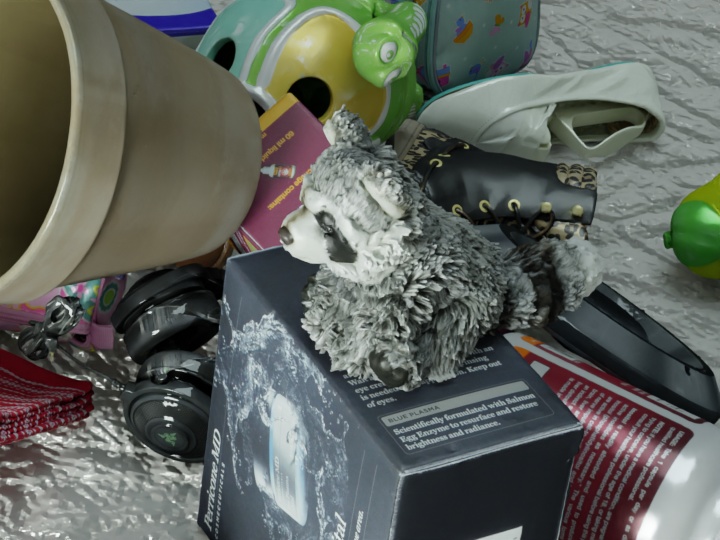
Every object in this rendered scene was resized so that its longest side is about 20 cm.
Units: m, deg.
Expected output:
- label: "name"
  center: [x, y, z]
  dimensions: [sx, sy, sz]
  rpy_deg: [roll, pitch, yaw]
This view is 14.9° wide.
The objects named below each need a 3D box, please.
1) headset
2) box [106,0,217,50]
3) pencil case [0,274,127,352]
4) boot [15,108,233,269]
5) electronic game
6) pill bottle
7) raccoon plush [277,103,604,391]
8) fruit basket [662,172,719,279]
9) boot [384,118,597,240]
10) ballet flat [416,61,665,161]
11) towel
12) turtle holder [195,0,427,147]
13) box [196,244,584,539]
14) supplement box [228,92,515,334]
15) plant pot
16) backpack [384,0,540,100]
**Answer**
- label: "headset"
  center: [-0.107, 0.048, 1.638]
  dimensions: [0.199, 0.094, 0.124]
  rpy_deg: [7, 58, -28]
- label: "box"
  center: [-0.212, -0.174, 1.941]
  dimensions: [0.183, 0.105, 0.200]
  rpy_deg: [-6, 39, -21]
- label: "pencil case"
  center: [-0.243, -0.004, 1.712]
  dimensions: [0.199, 0.088, 0.088]
  rpy_deg: [12, 35, 1]
- label: "boot"
  center: [-0.171, -0.072, 1.749]
  dimensions: [0.201, 0.077, 0.155]
  rpy_deg: [61, 26, 2]
- label: "electronic game"
  center: [0.143, 0.034, 1.717]
  dimensions: [0.200, 0.042, 0.200]
  rpy_deg: [34, 9, -6]
- label: "pill bottle"
  center: [0.149, 0.125, 1.600]
  dimensions: [0.199, 0.113, 0.113]
  rpy_deg: [26, 38, 22]
- label: "raccoon plush"
  center: [0.042, -0.030, 1.428]
  dimensions: [0.200, 0.134, 0.097]
  rpy_deg: [-26, 46, -38]
- label: "fruit basket"
  center: [0.316, -0.045, 1.869]
  dimensions: [0.215, 0.156, 0.216]
  rpy_deg: [22, 29, -13]
- label: "boot"
  center: [0.079, -0.029, 1.840]
  dimensions: [0.150, 0.073, 0.200]
  rpy_deg: [12, 30, 3]
- label: "ballet flat"
  center: [0.137, -0.107, 1.976]
  dimensions: [0.199, 0.070, 0.069]
  rpy_deg: [-11, 40, -28]
- label: "towel"
  center: [-0.242, 0.060, 1.590]
  dimensions: [0.144, 0.023, 0.200]
  rpy_deg: [21, 6, 9]
- label: "turtle holder"
  center: [-0.030, -0.119, 1.817]
  dimensions: [0.185, 0.141, 0.132]
  rpy_deg: [11, 36, 31]
- label: "box"
  center: [0.010, 0.114, 1.509]
  dimensions: [0.117, 0.197, 0.200]
  rpy_deg: [-13, 40, -27]
- label: "supplement box"
  center: [0.000, 0.000, 1.692]
  dimensions: [0.086, 0.110, 0.200]
  rpy_deg: [-42, 65, -6]
- label: "plant pot"
  center: [-0.159, -0.075, 1.617]
  dimensions: [0.173, 0.201, 0.200]
  rpy_deg: [5, 29, -43]
- label: "backpack"
  center: [0.035, -0.207, 1.988]
  dimensions: [0.200, 0.176, 0.153]
  rpy_deg: [-24, 43, -33]
